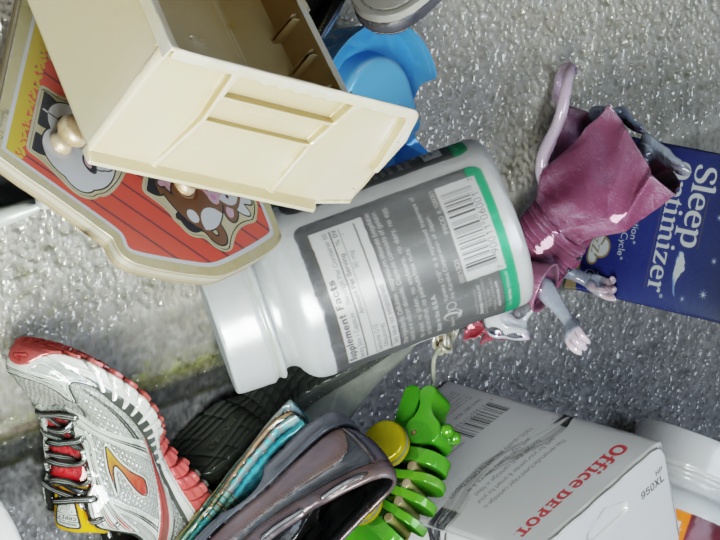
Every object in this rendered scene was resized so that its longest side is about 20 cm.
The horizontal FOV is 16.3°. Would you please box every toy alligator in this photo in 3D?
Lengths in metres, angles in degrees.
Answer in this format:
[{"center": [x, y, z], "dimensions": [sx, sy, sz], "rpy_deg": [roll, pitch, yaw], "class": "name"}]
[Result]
[{"center": [0.038, 0.119, 1.633], "dimensions": [0.201, 0.054, 0.059], "rpy_deg": [-64, 146, -16], "class": "toy alligator"}]

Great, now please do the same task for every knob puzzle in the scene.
[{"center": [-0.118, -0.074, 1.443], "dimensions": [0.219, 0.030, 0.220], "rpy_deg": [33, 35, -27], "class": "knob puzzle"}]

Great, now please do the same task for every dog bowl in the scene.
[{"center": [0.008, -0.074, 1.679], "dimensions": [0.111, 0.049, 0.201], "rpy_deg": [-38, 126, -33], "class": "dog bowl"}]

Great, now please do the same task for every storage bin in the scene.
[{"center": [-0.087, -0.146, 1.434], "dimensions": [0.198, 0.201, 0.094], "rpy_deg": [11, 132, -42], "class": "storage bin"}]

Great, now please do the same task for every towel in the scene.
[{"center": [-0.074, 0.192, 1.614], "dimensions": [0.200, 0.022, 0.147], "rpy_deg": [-51, 143, -6], "class": "towel"}]

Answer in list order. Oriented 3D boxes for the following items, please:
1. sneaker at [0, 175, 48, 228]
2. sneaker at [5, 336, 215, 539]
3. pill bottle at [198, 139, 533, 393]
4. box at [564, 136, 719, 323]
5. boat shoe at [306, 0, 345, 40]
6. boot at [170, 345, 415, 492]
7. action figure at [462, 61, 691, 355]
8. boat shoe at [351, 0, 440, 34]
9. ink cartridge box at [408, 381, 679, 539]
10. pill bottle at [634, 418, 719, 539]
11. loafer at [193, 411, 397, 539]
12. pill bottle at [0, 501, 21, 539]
[{"center": [-0.183, -0.065, 1.449], "dimensions": [0.199, 0.093, 0.071], "rpy_deg": [-31, 121, -37], "class": "sneaker"}, {"center": [-0.159, 0.117, 1.534], "dimensions": [0.082, 0.078, 0.200], "rpy_deg": [-50, 131, -23], "class": "sneaker"}, {"center": [0.000, 0.000, 1.591], "dimensions": [0.199, 0.113, 0.114], "rpy_deg": [-19, 119, -5], "class": "pill bottle"}, {"center": [0.247, -0.027, 1.830], "dimensions": [0.032, 0.199, 0.122], "rpy_deg": [10, 93, -52], "class": "box"}, {"center": [-0.077, -0.118, 1.564], "dimensions": [0.084, 0.068, 0.201], "rpy_deg": [38, 72, -44], "class": "boat shoe"}, {"center": [-0.030, 0.115, 1.671], "dimensions": [0.200, 0.068, 0.131], "rpy_deg": [-38, 131, -12], "class": "boot"}, {"center": [0.135, -0.028, 1.787], "dimensions": [0.149, 0.134, 0.200], "rpy_deg": [44, 96, -2], "class": "action figure"}, {"center": [0.044, -0.201, 1.638], "dimensions": [0.200, 0.072, 0.063], "rpy_deg": [-65, 157, -48], "class": "boat shoe"}, {"center": [0.096, 0.165, 1.723], "dimensions": [0.144, 0.199, 0.085], "rpy_deg": [-36, 124, -34], "class": "ink cartridge box"}, {"center": [0.226, 0.224, 1.938], "dimensions": [0.114, 0.114, 0.201], "rpy_deg": [28, 79, -46], "class": "pill bottle"}, {"center": [-0.058, 0.178, 1.551], "dimensions": [0.200, 0.063, 0.072], "rpy_deg": [-50, 143, -6], "class": "loafer"}, {"center": [-0.289, 0.195, 1.393], "dimensions": [0.200, 0.110, 0.111], "rpy_deg": [-31, 121, -37], "class": "pill bottle"}]
